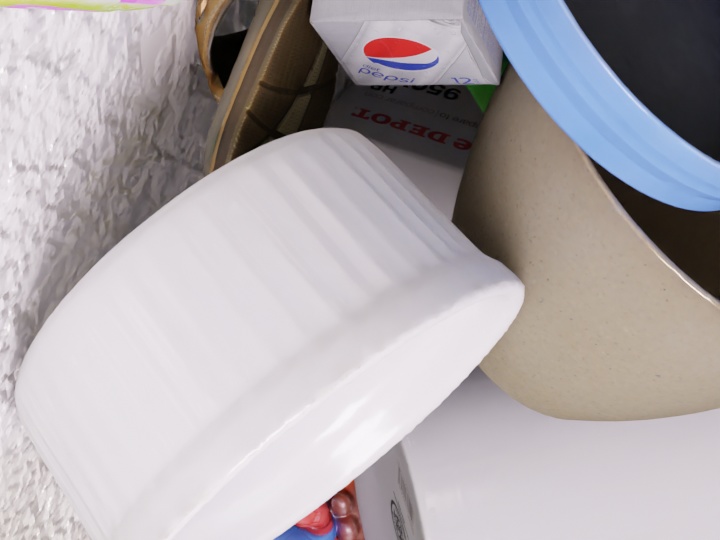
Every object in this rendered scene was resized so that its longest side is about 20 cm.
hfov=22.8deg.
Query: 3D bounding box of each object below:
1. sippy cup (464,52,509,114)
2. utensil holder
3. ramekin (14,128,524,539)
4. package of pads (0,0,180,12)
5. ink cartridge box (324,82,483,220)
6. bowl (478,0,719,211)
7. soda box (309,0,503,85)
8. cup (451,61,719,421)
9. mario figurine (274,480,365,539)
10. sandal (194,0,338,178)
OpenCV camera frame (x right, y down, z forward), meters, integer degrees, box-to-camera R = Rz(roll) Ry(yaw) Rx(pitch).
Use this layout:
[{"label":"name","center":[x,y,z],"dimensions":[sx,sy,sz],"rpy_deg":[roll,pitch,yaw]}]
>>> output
[{"label":"sippy cup","center":[0.066,-0.162,0.881],"dimensions":[0.179,0.139,0.130],"rpy_deg":[-68,170,10]},{"label":"utensil holder","center":[0.109,0.109,0.912],"dimensions":[0.170,0.199,0.171],"rpy_deg":[169,-90,-79]},{"label":"ramekin","center":[-0.040,0.035,0.711],"dimensions":[0.200,0.098,0.201],"rpy_deg":[-37,166,-11]},{"label":"package of pads","center":[-0.101,-0.150,0.488],"dimensions":[0.200,0.068,0.155],"rpy_deg":[-15,122,-69]},{"label":"ink cartridge box","center":[0.078,-0.078,0.982],"dimensions":[0.200,0.144,0.085],"rpy_deg":[-53,154,-44]},{"label":"bowl","center":[0.115,-0.116,0.714],"dimensions":[0.039,0.201,0.201],"rpy_deg":[-32,-169,40]},{"label":"soda box","center":[0.031,-0.181,0.760],"dimensions":[0.063,0.068,0.201],"rpy_deg":[47,48,-64]},{"label":"cup","center":[0.118,-0.013,0.793],"dimensions":[0.143,0.200,0.200],"rpy_deg":[-44,-177,39]},{"label":"mario figurine","center":[-0.053,0.147,0.993],"dimensions":[0.200,0.106,0.123],"rpy_deg":[-39,-178,-42]},{"label":"sandal","center":[-0.040,-0.114,0.751],"dimensions":[0.080,0.054,0.201],"rpy_deg":[63,34,-62]}]
